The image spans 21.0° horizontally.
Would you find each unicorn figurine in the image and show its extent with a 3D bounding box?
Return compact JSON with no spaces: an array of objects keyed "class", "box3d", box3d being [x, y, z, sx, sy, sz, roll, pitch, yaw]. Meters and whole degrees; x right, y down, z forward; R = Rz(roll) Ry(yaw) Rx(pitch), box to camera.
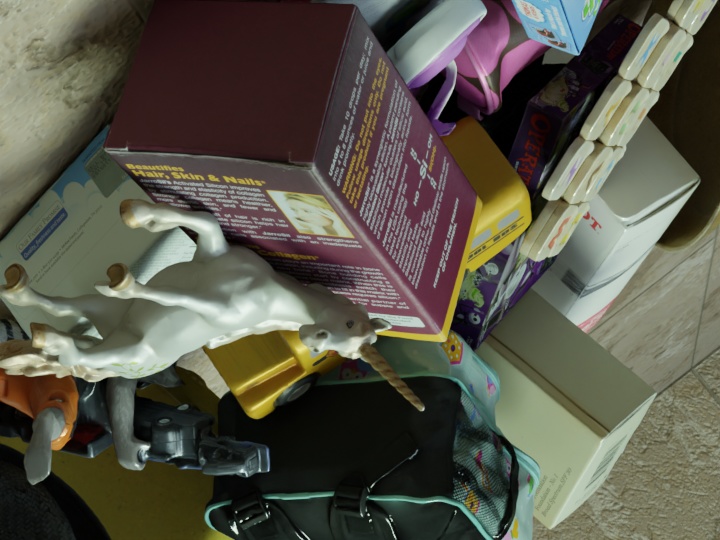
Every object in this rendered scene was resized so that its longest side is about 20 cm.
[{"class":"unicorn figurine","box3d":[-0.083,0.019,0.947,0.200,0.074,0.137,-6,159,42]}]

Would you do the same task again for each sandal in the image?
[{"class":"sandal","box3d":[0.027,-0.089,1.053,0.082,0.050,0.203,-41,177,-15]}]

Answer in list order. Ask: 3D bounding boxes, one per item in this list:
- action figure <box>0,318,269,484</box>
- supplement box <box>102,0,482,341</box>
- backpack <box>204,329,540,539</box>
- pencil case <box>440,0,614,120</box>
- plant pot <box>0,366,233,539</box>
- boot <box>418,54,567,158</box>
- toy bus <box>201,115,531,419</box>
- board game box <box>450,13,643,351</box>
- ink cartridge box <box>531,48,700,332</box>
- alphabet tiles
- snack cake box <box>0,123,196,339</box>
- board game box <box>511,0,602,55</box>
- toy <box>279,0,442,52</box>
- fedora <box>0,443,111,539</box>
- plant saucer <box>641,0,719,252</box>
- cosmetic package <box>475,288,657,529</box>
[{"class":"action figure","box3d":[-0.150,0.063,1.100,0.193,0.199,0.105,-21,116,-65]},{"class":"supplement box","box3d":[-0.026,-0.046,0.958,0.200,0.110,0.086,51,50,-58]},{"class":"backpack","box3d":[0.018,0.129,1.196,0.175,0.154,0.200,-10,142,25]},{"class":"pencil case","box3d":[0.125,-0.172,1.121,0.200,0.091,0.094,-35,133,-10]},{"class":"plant pot","box3d":[-0.156,0.168,1.291,0.200,0.194,0.195,-51,163,4]},{"class":"boot","box3d":[0.054,-0.049,1.211,0.198,0.073,0.163,-46,158,-20]},{"class":"toy bus","box3d":[0.000,0.000,1.106,0.200,0.065,0.078,-34,163,-4]},{"class":"board game box","box3d":[0.113,-0.051,1.202,0.120,0.032,0.200,-50,164,-44]},{"class":"ink cartridge box","box3d":[0.135,-0.048,1.375,0.083,0.147,0.200,-29,162,-30]},{"class":"alphabet tiles","box3d":[0.158,-0.093,1.156,0.200,0.015,0.196,-59,170,10]},{"class":"snack cake box","box3d":[-0.102,-0.019,1.083,0.115,0.067,0.200,-45,163,21]},{"class":"board game box","box3d":[0.112,-0.207,0.960,0.152,0.037,0.200,-68,164,-5]},{"class":"toy","box3d":[-0.008,-0.136,0.997,0.115,0.047,0.200,-32,169,-22]},{"class":"fedora","box3d":[-0.219,0.156,1.072,0.200,0.201,0.092,-27,160,-33]},{"class":"plant saucer","box3d":[0.237,-0.112,1.345,0.035,0.201,0.200,3,150,-15]},{"class":"cosmetic package","box3d":[0.089,0.066,1.311,0.073,0.200,0.104,-34,155,-42]}]
